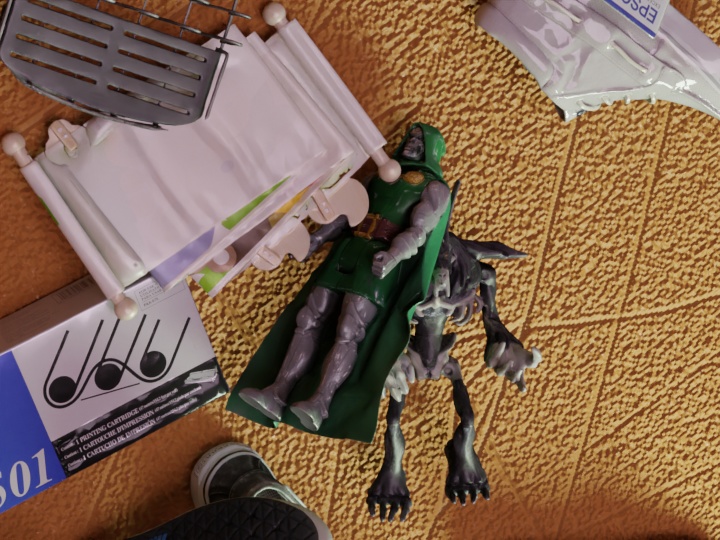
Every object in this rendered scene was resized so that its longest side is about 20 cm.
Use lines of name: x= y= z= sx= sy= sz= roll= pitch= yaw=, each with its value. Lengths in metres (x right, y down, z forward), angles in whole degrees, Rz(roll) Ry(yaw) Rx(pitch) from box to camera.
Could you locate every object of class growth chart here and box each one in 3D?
growth chart: x=-0.085 y=-0.059 z=1.541 sx=0.200 sy=0.018 sz=0.145 roll=-30 pitch=98 yaw=-14

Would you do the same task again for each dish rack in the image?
dish rack: x=-0.112 y=-0.179 z=1.473 sx=0.153 sy=0.055 sz=0.200 roll=17 pitch=92 yaw=-30

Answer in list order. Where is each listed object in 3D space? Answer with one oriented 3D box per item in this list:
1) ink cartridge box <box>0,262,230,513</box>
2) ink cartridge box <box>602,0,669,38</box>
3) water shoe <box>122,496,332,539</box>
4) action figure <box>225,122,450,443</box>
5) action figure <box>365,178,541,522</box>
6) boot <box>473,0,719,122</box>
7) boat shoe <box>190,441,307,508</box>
ink cartridge box: x=-0.183 y=0.071 z=1.557 sx=0.200 sy=0.044 sz=0.094 roll=-27 pitch=118 yaw=-15
ink cartridge box: x=0.130 y=-0.266 z=1.551 sx=0.196 sy=0.043 sz=0.200 roll=32 pitch=76 yaw=-34
water shoe: x=-0.097 y=0.191 z=1.602 sx=0.200 sy=0.072 sz=0.079 roll=-15 pitch=133 yaw=22
action figure: x=0.000 y=0.000 z=1.579 sx=0.055 sy=0.118 sz=0.200 roll=48 pitch=62 yaw=-46
action figure: x=0.048 y=0.051 z=1.633 sx=0.119 sy=0.102 sz=0.200 roll=-5 pitch=111 yaw=-12
boot: x=0.156 y=-0.126 z=1.643 sx=0.200 sy=0.074 sz=0.096 roll=38 pitch=96 yaw=-25
boat shoe: x=-0.044 y=0.196 z=1.662 sx=0.072 sy=0.071 sz=0.200 roll=-36 pitch=122 yaw=-10
